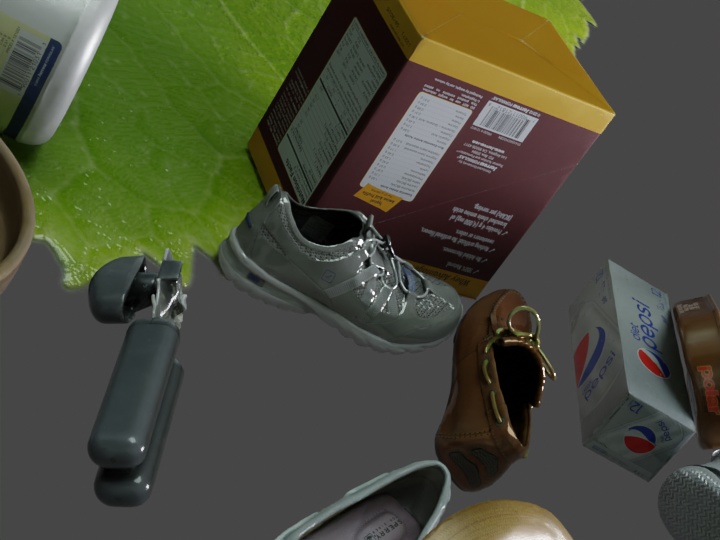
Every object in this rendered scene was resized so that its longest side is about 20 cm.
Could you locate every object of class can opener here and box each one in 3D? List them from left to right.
[{"bbox_3d":[-0.138,0.055,0.790,0.066,0.054,0.201,1,32,4],"label":"can opener"}]

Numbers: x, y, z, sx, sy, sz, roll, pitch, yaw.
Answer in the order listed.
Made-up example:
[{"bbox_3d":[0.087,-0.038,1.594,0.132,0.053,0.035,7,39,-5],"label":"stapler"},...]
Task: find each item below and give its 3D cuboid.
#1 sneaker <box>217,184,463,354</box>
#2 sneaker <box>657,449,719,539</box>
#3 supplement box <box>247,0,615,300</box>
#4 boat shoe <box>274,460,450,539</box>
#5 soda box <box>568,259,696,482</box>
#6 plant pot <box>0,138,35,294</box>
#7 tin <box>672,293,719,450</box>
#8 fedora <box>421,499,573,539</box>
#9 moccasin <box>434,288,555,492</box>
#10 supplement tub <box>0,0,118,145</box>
[{"bbox_3d":[0.000,0.000,0.971,0.198,0.082,0.075,18,33,-31],"label":"sneaker"},{"bbox_3d":[0.323,0.213,1.019,0.200,0.076,0.114,44,32,19],"label":"sneaker"},{"bbox_3d":[0.051,-0.110,1.065,0.195,0.201,0.134,14,35,-34],"label":"supplement box"},{"bbox_3d":[-0.011,0.162,0.738,0.074,0.065,0.201,43,30,15],"label":"boat shoe"},{"bbox_3d":[0.221,0.078,1.118,0.068,0.064,0.201,29,30,-13],"label":"soda box"},{"bbox_3d":[-0.277,-0.027,0.697,0.199,0.093,0.202,26,31,-17],"label":"plant pot"},{"bbox_3d":[0.287,0.084,1.122,0.200,0.041,0.114,-23,98,-78],"label":"tin"},{"bbox_3d":[0.038,0.202,0.669,0.081,0.204,0.199,10,8,41],"label":"fedora"},{"bbox_3d":[0.103,0.073,0.966,0.074,0.077,0.202,56,26,-13],"label":"moccasin"},{"bbox_3d":[-0.269,-0.187,0.887,0.198,0.146,0.146,26,30,-17],"label":"supplement tub"}]
